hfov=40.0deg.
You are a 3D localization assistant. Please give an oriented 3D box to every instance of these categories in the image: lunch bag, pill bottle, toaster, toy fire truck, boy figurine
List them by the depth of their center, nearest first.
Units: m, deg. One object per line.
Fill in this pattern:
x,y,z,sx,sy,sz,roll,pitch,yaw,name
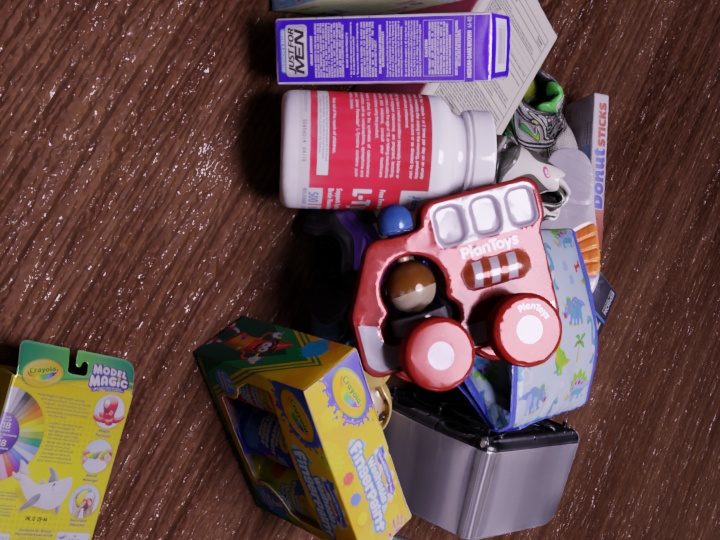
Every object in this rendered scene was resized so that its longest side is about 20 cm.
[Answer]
0.083,0.013,0.906,0.199,0.112,0.169,-14,92,-10,toy fire truck
0.023,-0.113,0.943,0.199,0.112,0.113,1,99,-4,pill bottle
-0.012,0.095,1.034,0.124,0.065,0.201,-18,131,-10,boy figurine
0.171,0.063,1.067,0.170,0.127,0.201,-6,78,-47,lunch bag
0.117,0.207,1.113,0.200,0.180,0.119,4,100,-46,toaster

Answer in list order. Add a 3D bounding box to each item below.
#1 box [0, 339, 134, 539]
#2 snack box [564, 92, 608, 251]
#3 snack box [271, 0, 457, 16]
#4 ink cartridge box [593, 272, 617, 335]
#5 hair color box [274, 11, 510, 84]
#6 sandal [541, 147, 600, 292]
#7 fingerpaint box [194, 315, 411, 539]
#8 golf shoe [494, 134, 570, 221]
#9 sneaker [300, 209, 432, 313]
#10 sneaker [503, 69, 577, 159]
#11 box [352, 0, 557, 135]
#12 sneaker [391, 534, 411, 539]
-0.267,0.160,0.824,0.117,0.048,0.201,20,87,-44,box
0.286,-0.121,1.272,0.024,0.072,0.201,6,83,-20,snack box
0.023,-0.267,0.916,0.116,0.200,0.037,-6,96,-44,snack box
0.299,0.040,1.364,0.200,0.039,0.100,42,68,-41,ink cartridge box
0.032,-0.205,0.920,0.109,0.199,0.065,-35,127,-69,hair color box
0.249,-0.044,1.192,0.059,0.079,0.208,68,29,-71,sandal
-0.056,0.158,0.947,0.073,0.166,0.201,-36,122,-34,fingerpaint box
0.183,-0.071,1.084,0.077,0.088,0.200,-64,158,-10,golf shoe
0.000,0.000,1.045,0.100,0.069,0.200,-48,122,-22,sneaker
0.215,-0.187,1.203,0.200,0.085,0.078,39,71,-42,sneaker
0.104,-0.223,1.069,0.128,0.109,0.200,47,65,-39,box
0.052,0.381,1.172,0.200,0.060,0.105,42,64,-44,sneaker
